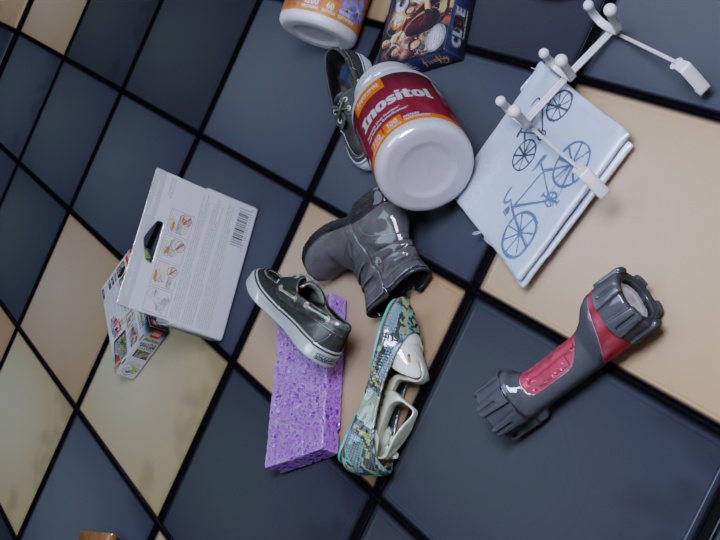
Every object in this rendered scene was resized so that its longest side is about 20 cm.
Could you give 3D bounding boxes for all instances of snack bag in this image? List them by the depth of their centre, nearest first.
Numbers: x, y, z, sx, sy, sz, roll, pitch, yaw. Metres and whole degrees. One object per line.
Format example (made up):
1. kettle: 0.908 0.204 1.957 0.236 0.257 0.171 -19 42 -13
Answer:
1. snack bag: 0.182 -0.105 1.256 0.189 0.021 0.200 -56 33 16

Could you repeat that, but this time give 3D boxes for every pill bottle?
1. pill bottle: 0.052 -0.162 1.372 0.113 0.113 0.200 -53 29 20
2. pill bottle: -0.031 -0.414 1.633 0.112 0.112 0.201 8 79 55

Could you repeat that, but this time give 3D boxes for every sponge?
1. sponge: -0.066 0.138 1.453 0.111 0.030 0.201 -25 53 44

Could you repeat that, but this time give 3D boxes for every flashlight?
1. flashlight: 0.187 0.079 1.108 0.200 0.068 0.068 -41 44 33

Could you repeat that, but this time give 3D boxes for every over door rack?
1. over door rack: 0.224 -0.180 1.167 0.148 0.067 0.200 -47 35 9

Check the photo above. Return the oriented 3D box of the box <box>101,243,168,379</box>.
1. box: -0.361 0.063 1.892 0.110 0.035 0.200 -50 38 25

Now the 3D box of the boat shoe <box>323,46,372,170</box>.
1. boat shoe: -0.012 -0.212 1.545 0.069 0.056 0.201 -42 42 33

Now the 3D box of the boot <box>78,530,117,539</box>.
1. boot: -0.380 0.475 1.692 0.188 0.068 0.201 -10 57 60

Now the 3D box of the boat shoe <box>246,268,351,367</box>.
1. boat shoe: -0.070 0.040 1.433 0.200 0.071 0.064 42 107 46

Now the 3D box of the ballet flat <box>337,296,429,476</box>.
1. ballet flat: 0.039 0.130 1.297 0.074 0.074 0.201 12 84 55

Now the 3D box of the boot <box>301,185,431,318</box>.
1. boot: 0.000 0.000 1.410 0.200 0.070 0.132 -43 53 49

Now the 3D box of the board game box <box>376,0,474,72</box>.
1. board game box: 0.092 -0.349 1.498 0.135 0.035 0.201 -7 67 52

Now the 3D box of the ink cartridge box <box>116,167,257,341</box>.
1. ink cartridge box: -0.246 -0.020 1.657 0.043 0.173 0.201 0 72 54
